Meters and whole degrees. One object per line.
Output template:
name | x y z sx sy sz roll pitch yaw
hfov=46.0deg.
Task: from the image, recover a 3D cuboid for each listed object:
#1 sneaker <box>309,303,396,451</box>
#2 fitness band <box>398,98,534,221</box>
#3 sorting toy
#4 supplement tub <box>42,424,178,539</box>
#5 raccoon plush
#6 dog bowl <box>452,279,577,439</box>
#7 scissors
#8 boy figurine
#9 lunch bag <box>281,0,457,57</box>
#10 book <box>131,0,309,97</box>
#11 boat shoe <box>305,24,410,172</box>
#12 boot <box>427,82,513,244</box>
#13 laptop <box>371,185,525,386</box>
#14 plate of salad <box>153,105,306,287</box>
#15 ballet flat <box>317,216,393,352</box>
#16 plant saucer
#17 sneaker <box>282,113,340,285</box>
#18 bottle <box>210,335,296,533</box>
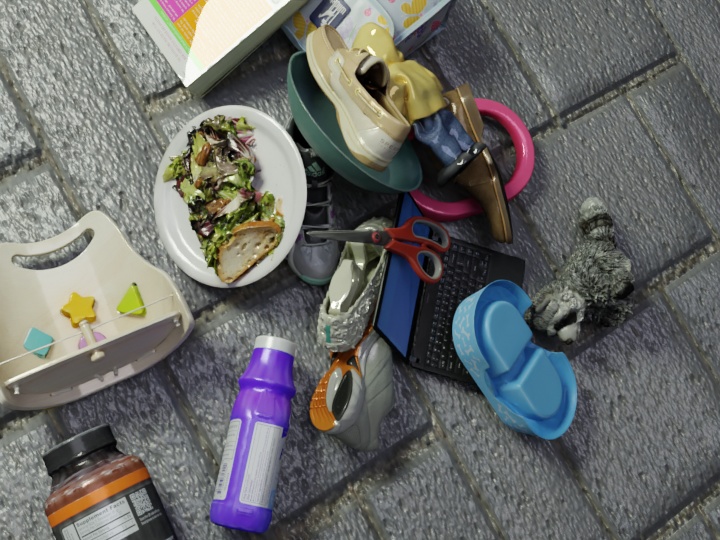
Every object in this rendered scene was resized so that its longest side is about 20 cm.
sneaker | 0.009 0.112 0.974 0.092 0.075 0.202 45 51 -33
fitness band | 0.131 -0.143 1.087 0.197 0.037 0.146 -19 81 -18
sorting toy | -0.300 0.031 0.895 0.197 0.107 0.182 -22 74 -19
supplement tub | -0.242 0.259 0.836 0.106 0.107 0.203 -23 81 -20
raccoon plush | 0.258 0.003 1.074 0.131 0.098 0.202 -2 45 -4
dog bowl | 0.178 0.106 0.991 0.112 0.049 0.201 -47 110 -35
scissors | 0.024 -0.041 0.924 0.198 0.014 0.075 19 71 -34
boy figurine | 0.055 -0.193 0.971 0.200 0.064 0.124 48 41 0
lunch bag | 0.001 -0.335 1.061 0.199 0.127 0.170 -38 86 -12
book | -0.160 -0.326 1.009 0.199 0.048 0.134 -38 81 7
boat shoe | 0.002 -0.199 0.907 0.073 0.069 0.202 14 43 -48
boot | 0.133 -0.121 1.043 0.074 0.074 0.203 -21 85 8
laptop | 0.111 0.025 0.993 0.196 0.103 0.180 17 68 -8
plate of salad | -0.152 -0.083 0.938 0.196 0.048 0.204 -1 88 23
ballet flat | 0.000 0.000 0.966 0.071 0.072 0.202 25 53 -7
plant saucer | -0.013 -0.156 0.945 0.199 0.036 0.202 36 30 -25
sneaker | -0.058 -0.093 0.965 0.076 0.140 0.204 -11 77 -17
bottle | -0.110 0.174 0.908 0.064 0.084 0.204 14 71 -10
